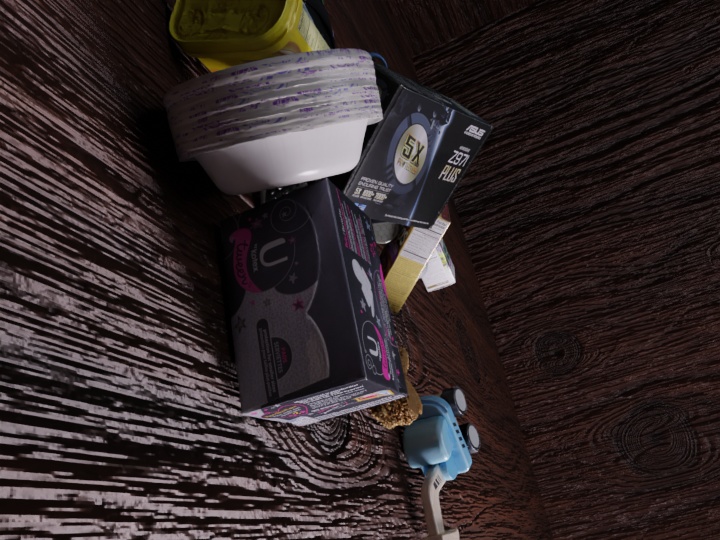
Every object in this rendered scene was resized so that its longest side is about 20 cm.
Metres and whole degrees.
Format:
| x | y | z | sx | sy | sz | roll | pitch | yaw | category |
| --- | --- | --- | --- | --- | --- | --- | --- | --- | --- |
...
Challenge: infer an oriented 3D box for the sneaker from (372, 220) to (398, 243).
| x | y | z | sx | sy | sz | roll | pitch | yaw | category |
| --- | --- | --- | --- | --- | --- | --- | --- | --- | --- |
| -0.017 | -0.146 | 1.085 | 0.203 | 0.077 | 0.146 | 52 | 10 | -20 | sneaker |

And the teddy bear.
| x | y | z | sx | sy | sz | roll | pitch | yaw | category |
| --- | --- | --- | --- | --- | --- | --- | --- | --- | --- |
| 0.019 | 0.122 | 0.898 | 0.201 | 0.066 | 0.145 | 64 | 20 | -11 | teddy bear |

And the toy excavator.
| x | y | z | sx | sy | sz | roll | pitch | yaw | category |
| --- | --- | --- | --- | --- | --- | --- | --- | --- | --- |
| 0.114 | 0.303 | 0.989 | 0.200 | 0.099 | 0.196 | -27 | 96 | -62 | toy excavator |

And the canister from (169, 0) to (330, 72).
| x | y | z | sx | sy | sz | roll | pitch | yaw | category |
| --- | --- | --- | --- | --- | --- | --- | --- | --- | --- |
| -0.101 | -0.242 | 0.748 | 0.200 | 0.147 | 0.087 | 40 | 60 | -61 | canister |

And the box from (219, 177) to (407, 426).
| x | y | z | sx | sy | sz | roll | pitch | yaw | category |
| --- | --- | --- | --- | --- | --- | --- | --- | --- | --- |
| -0.049 | 0.035 | 0.628 | 0.115 | 0.131 | 0.201 | 38 | 37 | -60 | box |

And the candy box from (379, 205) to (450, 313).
| x | y | z | sx | sy | sz | roll | pitch | yaw | category |
| --- | --- | --- | --- | --- | --- | --- | --- | --- | --- |
| 0.083 | -0.041 | 1.095 | 0.056 | 0.201 | 0.117 | 22 | 31 | -11 | candy box |

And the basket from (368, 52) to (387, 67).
| x | y | z | sx | sy | sz | roll | pitch | yaw | category |
| --- | --- | --- | --- | --- | --- | --- | --- | --- | --- |
| -0.023 | -0.191 | 0.920 | 0.139 | 0.175 | 0.201 | -101 | 171 | -63 | basket |

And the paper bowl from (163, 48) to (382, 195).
| x | y | z | sx | sy | sz | roll | pitch | yaw | category |
| --- | --- | --- | --- | --- | --- | --- | --- | --- | --- |
| -0.077 | -0.134 | 0.609 | 0.201 | 0.199 | 0.105 | -49 | 129 | -73 | paper bowl |

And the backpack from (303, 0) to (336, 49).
| x | y | z | sx | sy | sz | roll | pitch | yaw | category |
| --- | --- | --- | --- | --- | --- | --- | --- | --- | --- |
| -0.109 | -0.372 | 0.933 | 0.200 | 0.153 | 0.164 | 107 | -31 | -79 | backpack |

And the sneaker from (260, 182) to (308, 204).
| x | y | z | sx | sy | sz | roll | pitch | yaw | category |
| --- | --- | --- | --- | --- | --- | --- | --- | --- | --- |
| -0.066 | -0.033 | 0.800 | 0.201 | 0.075 | 0.081 | 64 | -3 | -17 | sneaker |

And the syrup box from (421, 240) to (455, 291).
| x | y | z | sx | sy | sz | roll | pitch | yaw | category |
| --- | --- | --- | --- | --- | --- | --- | --- | --- | --- |
| 0.168 | -0.056 | 1.598 | 0.079 | 0.081 | 0.201 | -78 | 144 | -61 | syrup box |

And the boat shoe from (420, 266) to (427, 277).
| x | y | z | sx | sy | sz | roll | pitch | yaw | category |
| --- | --- | --- | --- | --- | --- | --- | --- | --- | --- |
| 0.075 | -0.073 | 1.345 | 0.071 | 0.072 | 0.201 | 12 | 49 | -62 | boat shoe |

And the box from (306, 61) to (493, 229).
| x | y | z | sx | sy | sz | roll | pitch | yaw | category |
| --- | --- | --- | --- | --- | --- | --- | --- | --- | --- |
| 0.047 | -0.151 | 0.805 | 0.199 | 0.164 | 0.086 | 6 | 32 | -48 | box |
